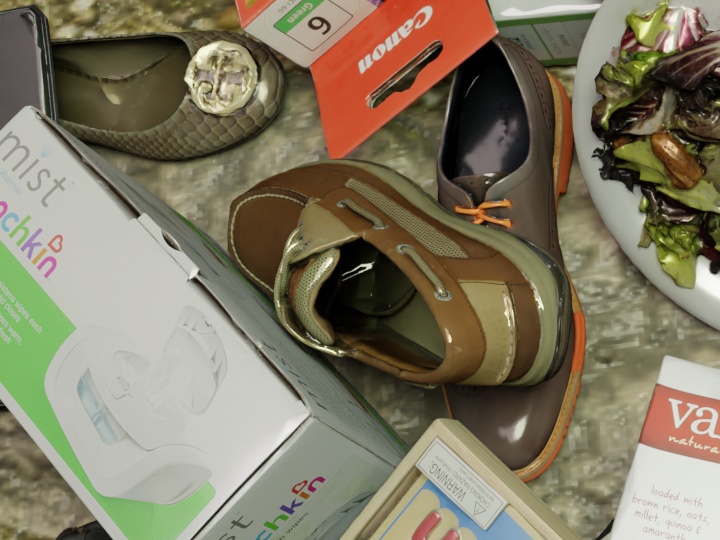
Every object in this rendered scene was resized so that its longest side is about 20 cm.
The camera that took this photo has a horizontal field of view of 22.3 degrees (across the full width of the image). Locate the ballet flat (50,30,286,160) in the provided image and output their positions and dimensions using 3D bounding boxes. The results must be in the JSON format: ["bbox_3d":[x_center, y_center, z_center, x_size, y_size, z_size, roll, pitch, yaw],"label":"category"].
[{"bbox_3d":[-0.132,-0.096,0.932,0.199,0.046,0.068,5,74,25],"label":"ballet flat"}]

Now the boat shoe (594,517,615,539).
[{"bbox_3d":[0.127,0.128,0.743,0.200,0.071,0.064,-37,30,17],"label":"boat shoe"}]

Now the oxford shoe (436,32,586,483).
[{"bbox_3d":[0.056,-0.007,0.807,0.071,0.073,0.201,-8,70,21],"label":"oxford shoe"}]

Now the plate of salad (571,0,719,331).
[{"bbox_3d":[0.173,-0.045,0.720,0.199,0.201,0.048,10,35,26],"label":"plate of salad"}]

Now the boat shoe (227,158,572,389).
[{"bbox_3d":[0.000,0.000,0.775,0.199,0.074,0.076,18,113,49],"label":"boat shoe"}]

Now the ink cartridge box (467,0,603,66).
[{"bbox_3d":[0.151,-0.156,0.823,0.199,0.059,0.105,-3,72,22],"label":"ink cartridge box"}]

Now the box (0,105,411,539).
[{"bbox_3d":[-0.075,0.048,0.787,0.097,0.176,0.200,-46,62,3],"label":"box"}]

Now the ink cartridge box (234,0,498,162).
[{"bbox_3d":[-0.010,-0.159,0.860,0.109,0.050,0.201,-37,46,26],"label":"ink cartridge box"}]

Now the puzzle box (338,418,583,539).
[{"bbox_3d":[0.060,0.172,0.704,0.200,0.025,0.133,43,103,24],"label":"puzzle box"}]

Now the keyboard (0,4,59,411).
[{"bbox_3d":[-0.206,-0.028,0.929,0.126,0.021,0.202,-6,86,15],"label":"keyboard"}]

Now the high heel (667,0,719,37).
[{"bbox_3d":[0.066,-0.151,0.770,0.199,0.067,0.097,14,69,0],"label":"high heel"}]

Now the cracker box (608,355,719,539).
[{"bbox_3d":[0.142,0.143,0.628,0.133,0.058,0.201,14,71,17],"label":"cracker box"}]

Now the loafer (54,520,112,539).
[{"bbox_3d":[-0.068,0.184,0.789,0.200,0.072,0.073,41,114,32],"label":"loafer"}]
